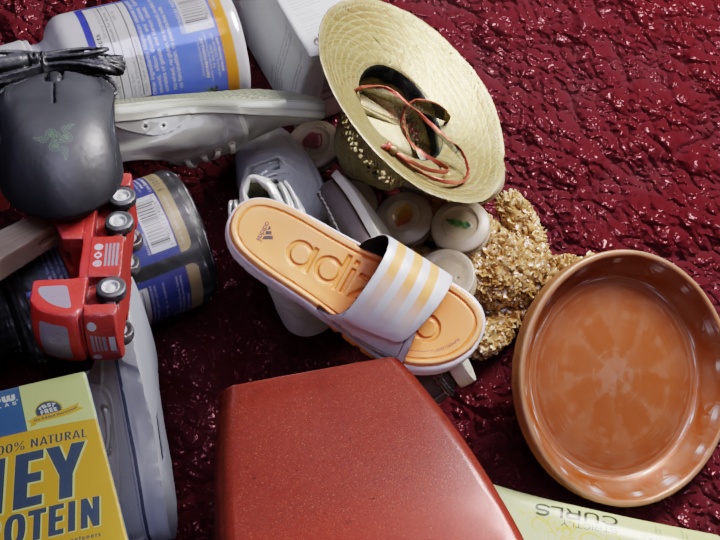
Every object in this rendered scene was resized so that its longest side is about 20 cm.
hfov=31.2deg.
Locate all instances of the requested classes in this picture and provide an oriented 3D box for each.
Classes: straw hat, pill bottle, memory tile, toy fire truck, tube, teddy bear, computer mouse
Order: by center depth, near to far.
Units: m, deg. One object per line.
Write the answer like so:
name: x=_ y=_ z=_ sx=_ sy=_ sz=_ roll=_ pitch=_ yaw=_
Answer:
toy fire truck: x=-0.226 y=-0.020 z=0.907 sx=0.139 sy=0.049 sz=0.202 roll=-2 pitch=45 yaw=-2
computer mouse: x=-0.226 y=-0.114 z=0.930 sx=0.136 sy=0.053 sz=0.201 roll=-9 pitch=42 yaw=-15
tube: x=0.178 y=0.215 z=0.994 sx=0.197 sy=0.053 sz=0.058 roll=10 pitch=21 yaw=1
pill bottle: x=-0.219 y=0.005 z=0.995 sx=0.198 sy=0.112 sz=0.113 roll=-21 pitch=68 yaw=-19
straw hat: x=0.021 y=-0.116 z=1.050 sx=0.199 sy=0.085 sz=0.203 roll=24 pitch=44 yaw=-25
memory tile: x=0.014 y=-0.049 z=1.080 sx=0.197 sy=0.017 sz=0.155 roll=12 pitch=66 yaw=16
teddy bear: x=0.114 y=-0.001 z=1.081 sx=0.199 sy=0.067 sz=0.145 roll=40 pitch=66 yaw=13
pill bottle: x=-0.201 y=-0.169 z=1.089 sx=0.197 sy=0.112 sz=0.113 roll=-17 pitch=67 yaw=-17

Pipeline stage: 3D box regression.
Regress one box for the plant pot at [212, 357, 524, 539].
plant pot: x=-0.019 y=0.178 z=0.904 sx=0.197 sy=0.201 sz=0.178 roll=-9 pitch=56 yaw=-14

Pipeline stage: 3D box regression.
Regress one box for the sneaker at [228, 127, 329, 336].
sneaker: x=-0.067 y=-0.061 z=1.029 sx=0.073 sy=0.116 sz=0.202 roll=-20 pitch=59 yaw=2

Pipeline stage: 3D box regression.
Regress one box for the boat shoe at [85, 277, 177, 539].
boat shoe: x=-0.181 y=0.103 z=0.942 sx=0.069 sy=0.071 sz=0.203 roll=-7 pitch=101 yaw=0

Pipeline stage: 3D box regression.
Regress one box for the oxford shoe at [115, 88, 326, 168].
oxford shoe: x=-0.124 y=-0.113 z=1.032 sx=0.197 sy=0.075 sz=0.059 roll=-7 pitch=101 yaw=-9

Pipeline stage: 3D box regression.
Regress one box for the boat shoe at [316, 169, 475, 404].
boat shoe: x=0.015 y=0.015 z=1.002 sx=0.059 sy=0.072 sz=0.201 roll=-34 pitch=75 yaw=8

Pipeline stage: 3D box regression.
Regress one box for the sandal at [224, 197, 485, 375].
sandal: x=-0.004 y=0.007 z=0.923 sx=0.205 sy=0.059 sz=0.080 roll=26 pitch=71 yaw=-2

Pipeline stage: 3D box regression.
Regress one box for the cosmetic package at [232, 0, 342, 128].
cosmetic package: x=-0.064 y=-0.245 z=1.152 sx=0.080 sy=0.113 sz=0.202 roll=-21 pitch=70 yaw=-20

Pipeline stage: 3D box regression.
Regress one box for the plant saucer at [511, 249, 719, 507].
plant saucer: x=0.208 y=0.086 z=1.035 sx=0.197 sy=0.032 sz=0.204 roll=2 pitch=86 yaw=-22

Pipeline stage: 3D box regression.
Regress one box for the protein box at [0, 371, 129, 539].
protein box: x=-0.208 y=0.215 z=0.808 sx=0.133 sy=0.201 sz=0.201 roll=-12 pitch=41 yaw=-15
